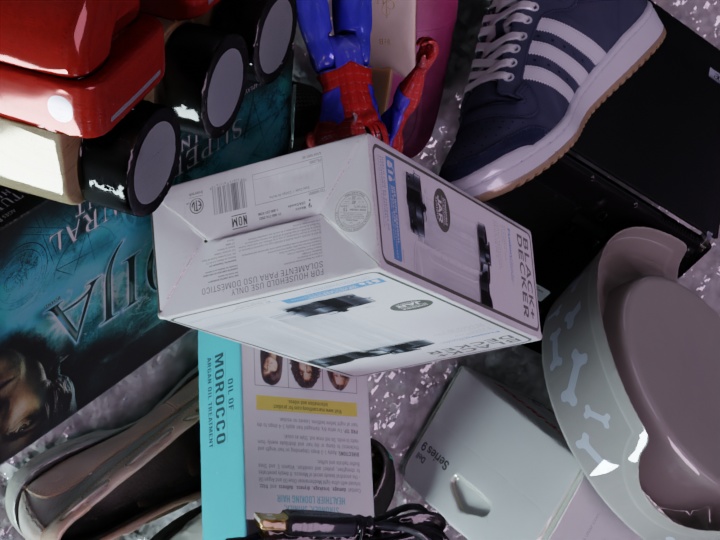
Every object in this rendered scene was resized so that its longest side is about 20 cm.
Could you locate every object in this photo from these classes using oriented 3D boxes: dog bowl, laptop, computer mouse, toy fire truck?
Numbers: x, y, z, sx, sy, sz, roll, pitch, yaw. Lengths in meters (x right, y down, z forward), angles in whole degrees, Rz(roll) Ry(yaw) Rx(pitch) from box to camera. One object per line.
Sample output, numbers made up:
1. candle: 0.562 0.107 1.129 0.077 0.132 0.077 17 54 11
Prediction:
1. dog bowl: 0.184 0.076 1.042 0.199 0.202 0.058 26 134 -35
2. laptop: 0.128 -0.063 1.098 0.176 0.104 0.200 27 121 -34
3. computer mouse: -0.038 0.175 0.906 0.109 0.044 0.200 0 149 -24
4. toy fire truck: -0.085 -0.144 0.724 0.176 0.127 0.202 -53 152 -48

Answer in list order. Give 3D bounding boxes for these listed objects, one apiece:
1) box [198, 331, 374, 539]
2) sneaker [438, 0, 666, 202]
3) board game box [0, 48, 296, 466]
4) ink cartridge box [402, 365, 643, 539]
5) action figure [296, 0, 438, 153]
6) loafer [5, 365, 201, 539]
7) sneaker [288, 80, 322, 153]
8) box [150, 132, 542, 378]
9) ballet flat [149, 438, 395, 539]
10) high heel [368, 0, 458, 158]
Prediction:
1. box: -0.041 0.063 0.965 0.082 0.049 0.202 7 72 -32
2. sneaker: 0.083 -0.123 0.958 0.200 0.070 0.109 -45 112 -38
3. board game box: -0.107 -0.012 0.836 0.200 0.028 0.136 -37 145 -38
4. ink cartridge box: 0.145 0.153 1.113 0.199 0.145 0.088 25 96 -35
5. action figure: -0.002 -0.121 0.896 0.065 0.099 0.202 -9 87 -25
6. loafer: -0.098 0.106 1.003 0.199 0.063 0.072 -26 122 -18
7. sneaker: -0.092 -0.116 0.908 0.198 0.076 0.115 9 111 -27
8. box: 0.000 0.000 0.857 0.200 0.116 0.061 24 56 -63
9. ballet flat: -0.062 0.148 1.006 0.199 0.068 0.069 -32 165 -27
10. high heel: 0.034 -0.160 0.987 0.096 0.067 0.202 8 90 -71
